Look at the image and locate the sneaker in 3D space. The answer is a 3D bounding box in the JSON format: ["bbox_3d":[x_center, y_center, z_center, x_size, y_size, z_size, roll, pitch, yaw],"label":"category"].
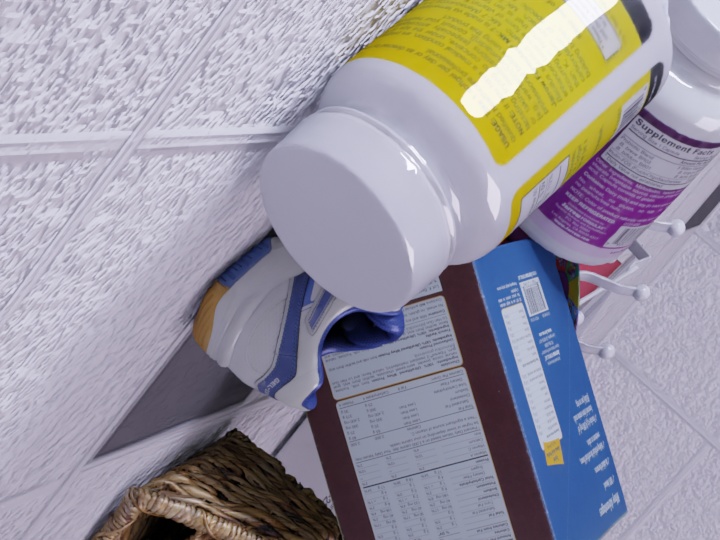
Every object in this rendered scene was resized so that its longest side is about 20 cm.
[{"bbox_3d":[0.000,0.000,1.064,0.200,0.088,0.075,-44,167,-27],"label":"sneaker"}]

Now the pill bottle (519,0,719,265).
[{"bbox_3d":[0.183,-0.104,1.251,0.112,0.112,0.200,-34,166,-51],"label":"pill bottle"}]

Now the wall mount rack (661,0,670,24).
[{"bbox_3d":[0.202,-0.224,1.100,0.174,0.075,0.200,-49,168,3],"label":"wall mount rack"}]

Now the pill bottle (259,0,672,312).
[{"bbox_3d":[0.052,-0.076,0.933,0.200,0.114,0.114,-41,167,-30],"label":"pill bottle"}]

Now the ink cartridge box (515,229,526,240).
[{"bbox_3d":[0.115,0.009,1.512,0.100,0.039,0.200,-79,-173,-45],"label":"ink cartridge box"}]

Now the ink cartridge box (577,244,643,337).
[{"bbox_3d":[0.157,0.046,1.823,0.200,0.084,0.176,-40,167,-36],"label":"ink cartridge box"}]

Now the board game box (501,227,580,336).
[{"bbox_3d":[0.097,0.016,1.402,0.039,0.159,0.200,1,154,-21],"label":"board game box"}]

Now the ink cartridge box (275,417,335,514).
[{"bbox_3d":[0.025,0.122,1.584,0.146,0.085,0.200,-52,170,20],"label":"ink cartridge box"}]

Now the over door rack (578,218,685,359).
[{"bbox_3d":[0.200,-0.012,1.437,0.200,0.067,0.148,-41,162,-45],"label":"over door rack"}]

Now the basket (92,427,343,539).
[{"bbox_3d":[-0.114,0.232,1.275,0.200,0.143,0.149,-53,168,24],"label":"basket"}]

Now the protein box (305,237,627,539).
[{"bbox_3d":[0.066,0.095,1.249,0.134,0.201,0.198,-16,179,19],"label":"protein box"}]
